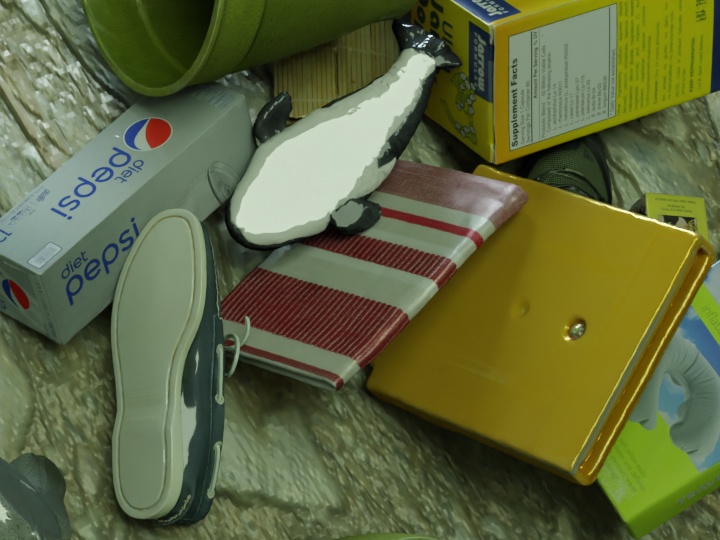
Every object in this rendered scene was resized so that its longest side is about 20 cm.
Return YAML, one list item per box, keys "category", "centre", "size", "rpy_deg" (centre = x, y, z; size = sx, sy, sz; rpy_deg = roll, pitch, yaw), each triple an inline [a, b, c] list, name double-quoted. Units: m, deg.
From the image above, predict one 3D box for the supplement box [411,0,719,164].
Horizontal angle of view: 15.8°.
- category: "supplement box"
  centre: [0.146, -0.168, 1.814]
  size: [0.200, 0.109, 0.110]
  rpy_deg: [-19, 35, -25]

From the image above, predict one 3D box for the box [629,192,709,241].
- category: "box"
  centre: [0.212, 0.052, 1.783]
  size: [0.050, 0.075, 0.200]
  rpy_deg: [4, 65, -18]

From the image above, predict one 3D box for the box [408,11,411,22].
- category: "box"
  centre: [0.128, -0.263, 1.855]
  size: [0.200, 0.156, 0.041]
  rpy_deg: [-16, 31, -24]

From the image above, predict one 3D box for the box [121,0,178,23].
- category: "box"
  centre: [-0.147, -0.257, 1.816]
  size: [0.041, 0.039, 0.200]
  rpy_deg: [8, 65, -16]

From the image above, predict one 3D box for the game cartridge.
- category: "game cartridge"
  centre: [0.112, 0.032, 1.687]
  size: [0.032, 0.200, 0.176]
  rpy_deg: [39, 77, -44]

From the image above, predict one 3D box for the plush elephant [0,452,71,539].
- category: "plush elephant"
  centre: [-0.254, 0.183, 1.538]
  size: [0.155, 0.165, 0.200]
  rpy_deg: [-41, 45, 6]

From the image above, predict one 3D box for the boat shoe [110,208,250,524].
- category: "boat shoe"
  centre: [-0.113, 0.062, 1.656]
  size: [0.062, 0.075, 0.200]
  rpy_deg: [15, 71, -51]

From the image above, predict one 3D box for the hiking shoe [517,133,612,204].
- category: "hiking shoe"
  centre: [0.149, -0.022, 1.777]
  size: [0.076, 0.101, 0.200]
  rpy_deg: [13, 65, -15]

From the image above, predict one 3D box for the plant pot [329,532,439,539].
- category: "plant pot"
  centre: [0.010, 0.233, 1.562]
  size: [0.187, 0.200, 0.187]
  rpy_deg: [7, 65, -16]

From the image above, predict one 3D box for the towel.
- category: "towel"
  centre: [0.000, 0.000, 1.708]
  size: [0.200, 0.144, 0.023]
  rpy_deg: [-45, 129, -27]

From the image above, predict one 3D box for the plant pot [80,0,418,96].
- category: "plant pot"
  centre: [-0.060, -0.223, 1.713]
  size: [0.193, 0.200, 0.200]
  rpy_deg: [-8, 70, -32]

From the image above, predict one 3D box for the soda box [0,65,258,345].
- category: "soda box"
  centre: [-0.155, -0.044, 1.693]
  size: [0.063, 0.068, 0.200]
  rpy_deg: [25, 54, 33]

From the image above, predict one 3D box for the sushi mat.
- category: "sushi mat"
  centre: [-0.018, -0.191, 1.845]
  size: [0.096, 0.012, 0.200]
  rpy_deg: [5, 65, -15]

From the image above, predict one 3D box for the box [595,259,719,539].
- category: "box"
  centre: [0.229, 0.071, 1.699]
  size: [0.200, 0.048, 0.122]
  rpy_deg: [-33, 65, 0]

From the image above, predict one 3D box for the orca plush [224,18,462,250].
- category: "orca plush"
  centre: [-0.022, -0.086, 1.753]
  size: [0.105, 0.071, 0.200]
  rpy_deg: [32, 73, -7]
